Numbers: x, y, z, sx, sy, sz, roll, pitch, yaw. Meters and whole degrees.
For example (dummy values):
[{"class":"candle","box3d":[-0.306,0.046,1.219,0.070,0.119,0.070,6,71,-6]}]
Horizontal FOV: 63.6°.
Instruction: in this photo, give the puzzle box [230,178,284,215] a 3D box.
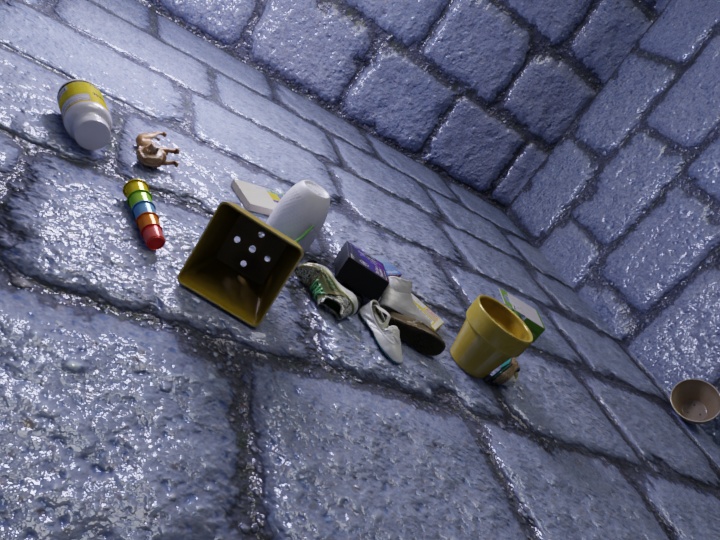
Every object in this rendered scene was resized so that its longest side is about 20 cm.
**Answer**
[{"class":"puzzle box","box3d":[-0.293,-0.215,1.801,0.199,0.025,0.133,11,32,-47]}]

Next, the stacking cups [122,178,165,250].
[{"class":"stacking cups","box3d":[-0.486,-0.123,1.299,0.060,0.061,0.200,14,34,-43]}]

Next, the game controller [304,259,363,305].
[{"class":"game controller","box3d":[-0.077,0.040,1.603,0.200,0.042,0.104,37,7,1]}]

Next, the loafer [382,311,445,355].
[{"class":"loafer","box3d":[0.150,0.167,1.613,0.199,0.076,0.068,31,28,-13]}]

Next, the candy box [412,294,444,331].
[{"class":"candy box","box3d":[0.168,0.114,1.813,0.200,0.026,0.102,42,20,13]}]

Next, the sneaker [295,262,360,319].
[{"class":"sneaker","box3d":[-0.095,0.055,1.495,0.200,0.077,0.089,37,30,9]}]

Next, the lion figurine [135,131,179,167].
[{"class":"lion figurine","box3d":[-0.574,-0.335,1.592,0.122,0.073,0.200,-2,27,-38]}]

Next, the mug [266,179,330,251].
[{"class":"mug","box3d":[-0.162,-0.170,1.700,0.147,0.176,0.200,40,22,10]}]

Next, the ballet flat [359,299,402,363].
[{"class":"ballet flat","box3d":[0.063,0.153,1.527,0.069,0.070,0.200,13,31,-44]}]

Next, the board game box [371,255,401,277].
[{"class":"board game box","box3d":[0.051,-0.011,1.904,0.103,0.019,0.200,45,23,24]}]

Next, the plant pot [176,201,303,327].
[{"class":"plant pot","box3d":[-0.253,-0.029,1.287,0.199,0.201,0.176,32,10,-9]}]

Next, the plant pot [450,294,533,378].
[{"class":"plant pot","box3d":[0.368,0.206,1.705,0.200,0.189,0.201,31,22,-14]}]

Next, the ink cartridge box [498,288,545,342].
[{"class":"ink cartridge box","box3d":[0.616,0.172,2.294,0.199,0.076,0.148,31,23,-10]}]

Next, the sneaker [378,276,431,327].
[{"class":"sneaker","box3d":[0.144,0.089,1.683,0.200,0.073,0.116,32,64,-33]}]

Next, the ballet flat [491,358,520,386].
[{"class":"ballet flat","box3d":[0.455,0.317,1.780,0.065,0.070,0.200,55,29,8]}]

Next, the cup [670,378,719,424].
[{"class":"cup","box3d":[1.504,0.607,2.607,0.201,0.200,0.143,56,2,41]}]

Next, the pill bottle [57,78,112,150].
[{"class":"pill bottle","box3d":[-0.687,-0.387,1.453,0.111,0.112,0.200,13,32,-44]}]

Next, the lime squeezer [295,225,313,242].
[{"class":"lime squeezer","box3d":[-0.214,-0.077,1.577,0.199,0.038,0.071,-9,65,-26]}]

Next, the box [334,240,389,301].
[{"class":"box","box3d":[0.000,0.000,1.686,0.141,0.079,0.200,30,12,-11]}]
